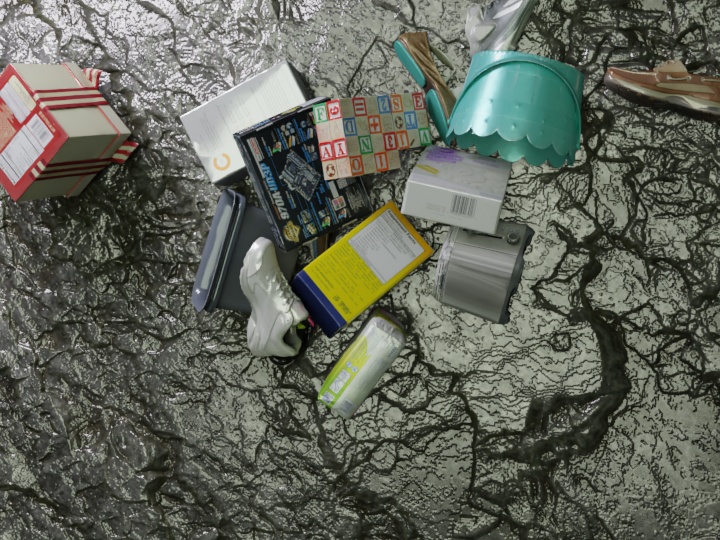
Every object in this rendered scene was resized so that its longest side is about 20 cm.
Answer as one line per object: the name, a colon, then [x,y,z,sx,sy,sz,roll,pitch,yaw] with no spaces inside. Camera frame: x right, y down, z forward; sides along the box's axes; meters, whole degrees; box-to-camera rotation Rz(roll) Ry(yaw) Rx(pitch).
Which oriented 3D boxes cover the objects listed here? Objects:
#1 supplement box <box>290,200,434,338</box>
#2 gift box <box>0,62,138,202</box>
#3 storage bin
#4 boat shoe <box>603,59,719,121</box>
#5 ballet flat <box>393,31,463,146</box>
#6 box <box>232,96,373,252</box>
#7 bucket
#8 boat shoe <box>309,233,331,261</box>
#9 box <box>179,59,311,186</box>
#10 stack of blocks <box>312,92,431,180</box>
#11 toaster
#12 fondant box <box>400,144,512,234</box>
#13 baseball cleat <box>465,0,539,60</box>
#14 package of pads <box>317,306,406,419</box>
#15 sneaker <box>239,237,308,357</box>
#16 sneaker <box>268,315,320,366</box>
supplement box: [0.000,0.000,1.518,0.200,0.110,0.109,-38,87,-17]
gift box: [-0.494,-0.232,1.569,0.200,0.187,0.185,-37,85,23]
storage bin: [-0.183,-0.019,1.575,0.134,0.146,0.200,16,94,-21]
boat shoe: [0.481,-0.292,1.499,0.200,0.076,0.072,15,90,-2]
ballet flat: [0.129,-0.302,1.554,0.072,0.068,0.200,-27,84,-12]
box: [-0.087,-0.150,1.494,0.159,0.046,0.200,-26,108,-14]
bucket: [0.243,-0.247,1.470,0.207,0.207,0.135,12,90,7]
boat shoe: [-0.045,-0.107,1.574,0.072,0.072,0.200,4,97,-1]
box: [-0.173,-0.238,1.572,0.200,0.097,0.125,-26,89,7]
stack of blocks: [0.024,-0.211,1.490,0.059,0.200,0.115,-4,98,44]
toaster: [0.190,-0.001,1.507,0.129,0.200,0.114,17,55,10]
fondant box: [0.153,-0.130,1.479,0.144,0.200,0.058,13,114,7]
baseball cleat: [0.230,-0.423,1.525,0.106,0.070,0.200,24,94,6]
package of pads: [0.008,0.140,1.511,0.068,0.200,0.155,36,96,-1]
sneaker: [-0.125,0.044,1.485,0.099,0.078,0.200,6,116,25]
sneaker: [-0.092,0.080,1.575,0.074,0.087,0.200,35,97,-3]
